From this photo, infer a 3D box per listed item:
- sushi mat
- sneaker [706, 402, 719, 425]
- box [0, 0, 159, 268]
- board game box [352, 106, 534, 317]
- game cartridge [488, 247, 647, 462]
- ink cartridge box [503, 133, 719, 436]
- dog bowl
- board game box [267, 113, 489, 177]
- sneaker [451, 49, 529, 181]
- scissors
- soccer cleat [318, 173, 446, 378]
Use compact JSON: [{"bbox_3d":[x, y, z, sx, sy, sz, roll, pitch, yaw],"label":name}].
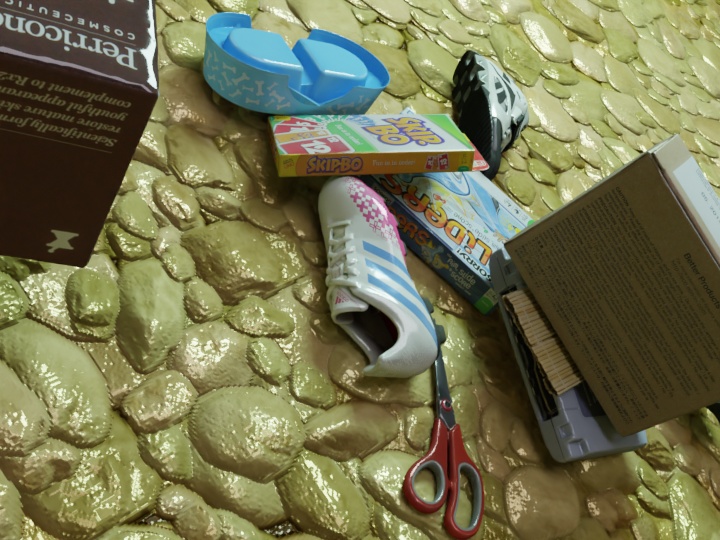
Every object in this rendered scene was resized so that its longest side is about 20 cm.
[{"bbox_3d":[0.207,0.047,0.839,0.198,0.012,0.097,-15,77,-46],"label":"sushi mat"},{"bbox_3d":[0.326,0.087,0.936,0.073,0.083,0.200,-25,52,-29],"label":"sneaker"},{"bbox_3d":[-0.222,-0.139,0.538,0.164,0.165,0.202,9,51,-28],"label":"box"},{"bbox_3d":[0.085,-0.064,0.911,0.200,0.035,0.136,42,43,1],"label":"board game box"},{"bbox_3d":[0.198,0.075,0.848,0.132,0.041,0.203,2,64,-38],"label":"game cartridge"},{"bbox_3d":[0.242,0.016,0.758,0.075,0.164,0.202,-29,87,-48],"label":"ink cartridge box"},{"bbox_3d":[-0.066,-0.196,0.892,0.198,0.050,0.112,2,41,-35],"label":"dog bowl"},{"bbox_3d":[0.016,-0.119,0.844,0.197,0.030,0.096,0,30,-13],"label":"board game box"},{"bbox_3d":[0.157,-0.170,1.022,0.087,0.074,0.202,20,46,-18],"label":"sneaker"},{"bbox_3d":[0.077,0.129,0.763,0.072,0.014,0.202,25,43,-12],"label":"scissors"},{"bbox_3d":[0.000,0.000,0.772,0.085,0.070,0.202,-8,61,-39],"label":"soccer cleat"}]
